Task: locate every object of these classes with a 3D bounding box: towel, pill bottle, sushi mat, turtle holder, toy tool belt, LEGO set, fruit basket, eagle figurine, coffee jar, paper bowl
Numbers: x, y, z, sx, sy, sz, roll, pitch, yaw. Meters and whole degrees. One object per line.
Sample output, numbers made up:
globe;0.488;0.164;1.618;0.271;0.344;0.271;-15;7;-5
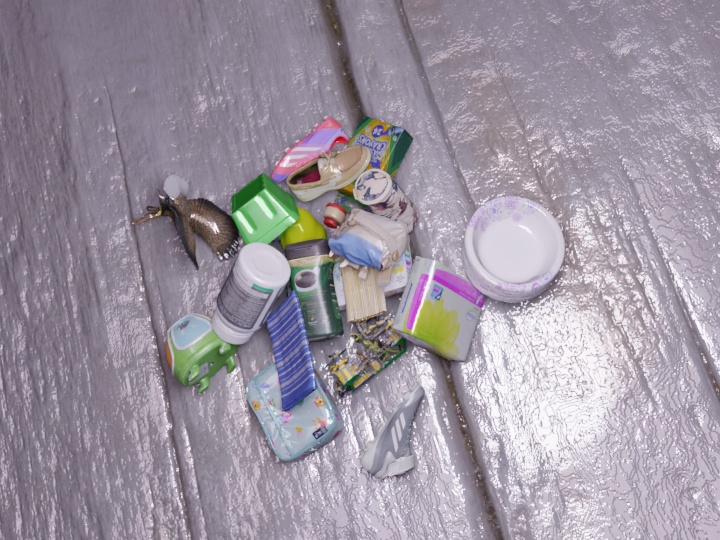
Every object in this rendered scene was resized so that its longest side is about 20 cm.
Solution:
towel;-0.139;0.161;1.621;0.023;0.145;0.204;-2;66;-31
pill bottle;-0.227;0.051;1.660;0.114;0.112;0.201;49;129;19
sushi mat;0.000;0.000;1.666;0.094;0.012;0.205;-18;69;27
turtle holder;-0.329;0.151;1.737;0.186;0.141;0.132;-45;70;5
toy tool belt;-0.007;-0.050;1.602;0.197;0.125;0.125;19;73;25
LEGO set;0.002;0.146;1.651;0.199;0.154;0.116;-40;72;-1
fruit basket;-0.174;-0.094;1.752;0.154;0.216;0.218;-36;71;4
eagle figurine;-0.378;-0.099;1.820;0.198;0.151;0.153;28;75;29
coffee jar;-0.095;0.040;1.662;0.102;0.085;0.205;-8;84;14
paper bowl;0.297;-0.035;1.623;0.195;0.105;0.205;1;65;-2

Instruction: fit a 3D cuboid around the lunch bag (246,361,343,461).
lunch bag;-0.139;0.285;1.690;0.159;0.077;0.202;-33;70;4

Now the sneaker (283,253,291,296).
sneaker;-0.134;0.058;1.743;0.087;0.076;0.202;-33;71;4

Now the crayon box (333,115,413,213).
crayon box;0.014;-0.221;1.763;0.124;0.051;0.203;24;84;39

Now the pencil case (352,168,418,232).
pencil case;0.052;-0.136;1.675;0.089;0.200;0.079;-35;62;8

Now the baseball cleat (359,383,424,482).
baseball cleat;0.085;0.330;1.637;0.106;0.070;0.202;38;98;12

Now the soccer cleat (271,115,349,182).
soccer cleat;-0.111;-0.254;1.797;0.076;0.067;0.200;43;71;3

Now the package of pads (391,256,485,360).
package of pads;0.156;0.082;1.600;0.067;0.198;0.158;12;79;44

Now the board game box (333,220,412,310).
board game box;0.012;-0.006;1.688;0.197;0.034;0.138;-18;69;28

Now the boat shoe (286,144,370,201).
boat shoe;-0.070;-0.211;1.739;0.197;0.066;0.075;-28;55;22
